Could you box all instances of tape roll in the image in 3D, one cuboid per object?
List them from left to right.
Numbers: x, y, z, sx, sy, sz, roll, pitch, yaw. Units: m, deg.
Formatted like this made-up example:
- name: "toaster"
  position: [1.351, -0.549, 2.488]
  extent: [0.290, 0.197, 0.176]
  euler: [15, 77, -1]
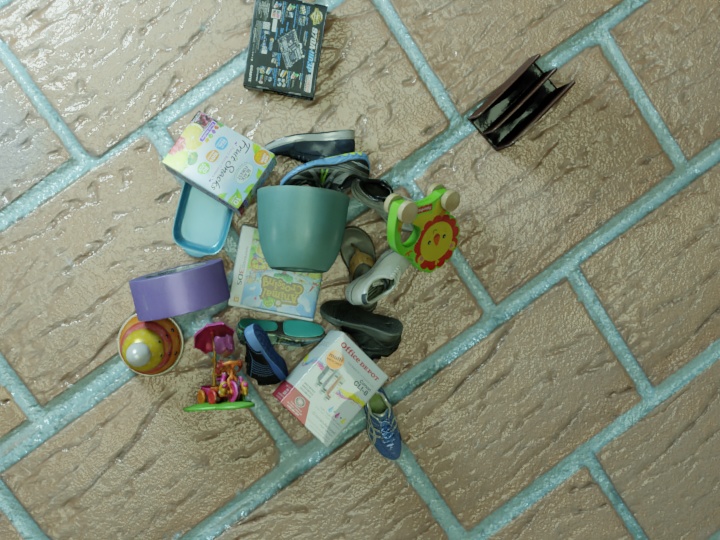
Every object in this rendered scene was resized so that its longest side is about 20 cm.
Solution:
- name: "tape roll"
  position: [-0.378, 0.039, 1.664]
  extent: [0.197, 0.200, 0.086]
  euler: [-14, 97, -5]

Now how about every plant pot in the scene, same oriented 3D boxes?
- name: "plant pot"
  position: [-0.125, -0.080, 1.669]
  extent: [0.198, 0.201, 0.163]
  euler: [5, 85, -7]

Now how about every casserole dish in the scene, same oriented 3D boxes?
- name: "casserole dish"
  position: [-0.339, -0.130, 1.735]
  extent: [0.120, 0.039, 0.203]
  euler: [15, 94, -8]

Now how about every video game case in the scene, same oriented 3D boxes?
- name: "video game case"
  position: [-0.184, 0.007, 1.773]
  extent: [0.197, 0.022, 0.185]
  euler: [11, 94, -7]

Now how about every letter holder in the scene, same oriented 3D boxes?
- name: "letter holder"
  position: [0.353, -0.371, 1.737]
  extent: [0.200, 0.142, 0.101]
  euler: [-44, 98, -1]

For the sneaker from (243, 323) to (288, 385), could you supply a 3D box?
- name: "sneaker"
  position: [-0.222, 0.191, 1.719]
  extent: [0.077, 0.071, 0.201]
  euler: [-18, 138, 6]

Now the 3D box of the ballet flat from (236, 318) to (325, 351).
- name: "ballet flat"
  position: [-0.179, 0.147, 1.772]
  extent: [0.197, 0.074, 0.075]
  euler: [7, 95, -5]

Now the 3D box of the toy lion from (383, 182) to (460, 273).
- name: "toy lion"
  position: [0.140, -0.083, 1.736]
  extent: [0.198, 0.068, 0.194]
  euler: [-16, 122, -35]

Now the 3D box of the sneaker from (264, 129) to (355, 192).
- name: "sneaker"
  position: [-0.104, -0.225, 1.733]
  extent: [0.199, 0.077, 0.148]
  euler: [-6, 93, -7]

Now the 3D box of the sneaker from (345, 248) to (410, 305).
- name: "sneaker"
  position: [0.058, 0.017, 1.744]
  extent: [0.200, 0.070, 0.074]
  euler: [-41, 128, -28]

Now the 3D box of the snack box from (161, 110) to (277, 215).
- name: "snack box"
  position: [-0.298, -0.229, 1.681]
  extent: [0.199, 0.053, 0.143]
  euler: [31, 78, 9]

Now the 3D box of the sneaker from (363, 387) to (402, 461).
- name: "sneaker"
  position: [0.045, 0.344, 1.802]
  extent: [0.075, 0.077, 0.202]
  euler: [-22, 97, -4]

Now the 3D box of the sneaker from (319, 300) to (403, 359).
- name: "sneaker"
  position: [-0.003, 0.139, 1.777]
  extent: [0.197, 0.076, 0.115]
  euler: [18, 132, 14]

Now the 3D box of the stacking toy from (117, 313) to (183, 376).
- name: "stacking toy"
  position: [-0.454, 0.169, 1.668]
  extent: [0.144, 0.200, 0.148]
  euler: [-1, 96, -6]

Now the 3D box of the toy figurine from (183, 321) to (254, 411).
- name: "toy figurine"
  position: [-0.303, 0.203, 1.710]
  extent: [0.149, 0.199, 0.187]
  euler: [-1, 84, -35]

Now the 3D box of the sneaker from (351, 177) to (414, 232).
- name: "sneaker"
  position: [0.071, -0.141, 1.741]
  extent: [0.199, 0.115, 0.076]
  euler: [29, 92, -8]

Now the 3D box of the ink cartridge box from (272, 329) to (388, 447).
- name: "ink cartridge box"
  position: [-0.066, 0.247, 1.707]
  extent: [0.145, 0.145, 0.200]
  euler: [44, 79, -8]

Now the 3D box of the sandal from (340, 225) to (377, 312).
- name: "sandal"
  position: [0.000, 0.000, 1.776]
  extent: [0.081, 0.055, 0.203]
  euler: [-7, 96, -6]

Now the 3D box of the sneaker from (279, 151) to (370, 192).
- name: "sneaker"
  position: [-0.074, -0.193, 1.668]
  extent: [0.197, 0.071, 0.084]
  euler: [-12, 96, 0]

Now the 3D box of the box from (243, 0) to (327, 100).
- name: "box"
  position: [-0.163, -0.484, 1.717]
  extent: [0.157, 0.046, 0.203]
  euler: [8, 94, -7]
